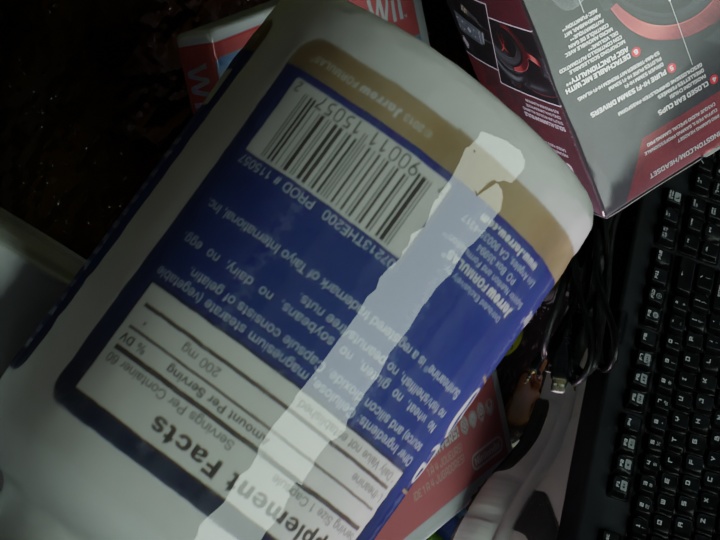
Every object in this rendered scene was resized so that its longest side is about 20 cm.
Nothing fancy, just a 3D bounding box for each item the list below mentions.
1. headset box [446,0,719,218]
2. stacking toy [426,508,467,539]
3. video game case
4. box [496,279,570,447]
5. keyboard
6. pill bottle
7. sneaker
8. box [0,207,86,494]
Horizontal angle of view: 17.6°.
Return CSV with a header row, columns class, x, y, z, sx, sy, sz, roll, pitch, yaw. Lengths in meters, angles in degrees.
class,x,y,z,sx,sy,sz,roll,pitch,yaw
headset box,0.102,-0.128,0.821,0.148,0.075,0.201,-32,117,-13
stacking toy,0.009,0.124,0.897,0.200,0.085,0.086,3,112,-64
video game case,0.000,0.000,0.829,0.143,0.017,0.202,-30,111,-56
box,0.029,0.040,0.938,0.199,0.050,0.076,-18,122,-34
keyboard,0.114,0.024,0.848,0.040,0.103,0.201,113,-9,-63
pill bottle,-0.033,0.032,0.646,0.201,0.111,0.111,-54,136,-6
sneaker,0.103,0.070,0.893,0.201,0.079,0.074,-63,146,-28
box,-0.160,0.069,0.726,0.200,0.130,0.200,34,88,-46
